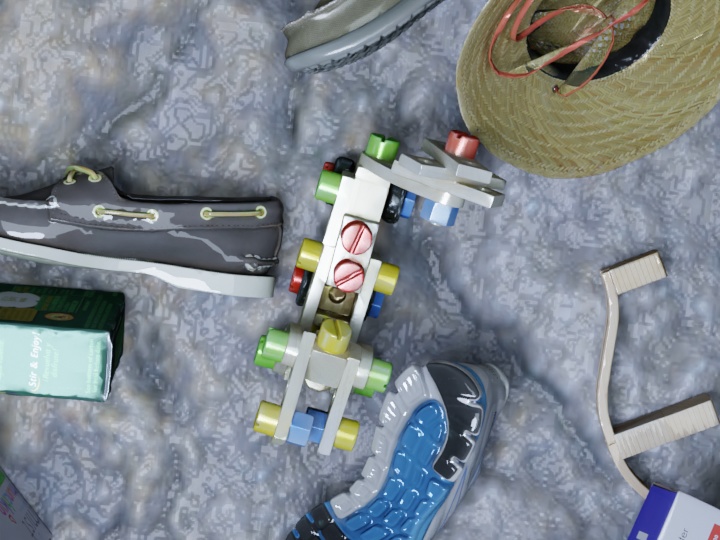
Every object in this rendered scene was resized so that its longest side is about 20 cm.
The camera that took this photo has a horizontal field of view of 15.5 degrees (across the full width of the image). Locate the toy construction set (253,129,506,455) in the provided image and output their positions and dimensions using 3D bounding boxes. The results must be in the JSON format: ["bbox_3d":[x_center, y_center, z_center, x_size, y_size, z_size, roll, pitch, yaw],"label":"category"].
[{"bbox_3d":[0.000,0.000,1.482,0.092,0.131,0.201,30,100,-6],"label":"toy construction set"}]

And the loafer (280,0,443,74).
[{"bbox_3d":[0.030,-0.184,1.497,0.200,0.075,0.070,-37,91,-6],"label":"loafer"}]

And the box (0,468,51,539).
[{"bbox_3d":[-0.272,0.193,1.470,0.176,0.200,0.097,-40,96,5],"label":"box"}]

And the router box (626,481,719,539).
[{"bbox_3d":[0.206,0.244,1.461,0.179,0.049,0.201,26,86,-11],"label":"router box"}]

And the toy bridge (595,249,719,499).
[{"bbox_3d":[0.176,0.092,1.549,0.067,0.027,0.201,-20,97,2],"label":"toy bridge"}]

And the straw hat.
[{"bbox_3d":[0.125,-0.152,1.481,0.200,0.085,0.202,-18,138,-17],"label":"straw hat"}]

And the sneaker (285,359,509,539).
[{"bbox_3d":[0.028,0.133,1.530,0.075,0.087,0.200,42,114,17],"label":"sneaker"}]

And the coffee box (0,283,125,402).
[{"bbox_3d":[-0.236,0.035,1.492,0.199,0.123,0.044,4,100,-3],"label":"coffee box"}]

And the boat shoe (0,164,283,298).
[{"bbox_3d":[-0.144,-0.029,1.512,0.200,0.072,0.061,10,93,-9],"label":"boat shoe"}]
